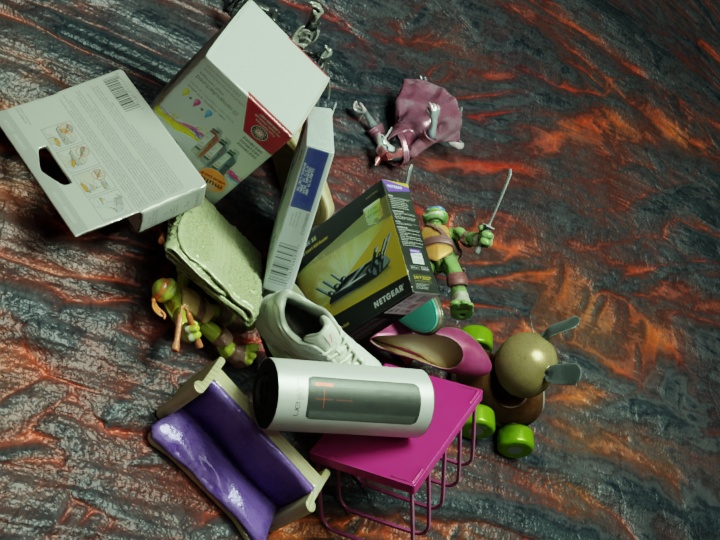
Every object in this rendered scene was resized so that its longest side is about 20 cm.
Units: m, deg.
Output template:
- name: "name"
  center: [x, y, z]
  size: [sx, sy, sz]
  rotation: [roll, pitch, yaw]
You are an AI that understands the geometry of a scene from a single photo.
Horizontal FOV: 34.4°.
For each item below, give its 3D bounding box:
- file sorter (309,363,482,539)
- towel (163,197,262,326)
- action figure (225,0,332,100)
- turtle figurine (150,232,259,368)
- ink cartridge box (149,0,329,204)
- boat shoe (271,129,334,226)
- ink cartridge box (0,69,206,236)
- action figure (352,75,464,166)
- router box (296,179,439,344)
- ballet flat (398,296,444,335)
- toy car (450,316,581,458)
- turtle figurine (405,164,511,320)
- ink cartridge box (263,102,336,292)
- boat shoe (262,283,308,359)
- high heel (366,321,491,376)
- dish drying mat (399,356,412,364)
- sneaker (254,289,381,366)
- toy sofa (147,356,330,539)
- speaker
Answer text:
- name: "file sorter"
  center: [0.048, 0.233, 1.430]
  size: [0.200, 0.138, 0.127]
  rotation: [-44, 140, -49]
- name: "towel"
  center: [-0.174, -0.022, 1.413]
  size: [0.148, 0.036, 0.200]
  rotation: [44, 14, -20]
- name: "action figure"
  center: [-0.101, -0.343, 1.717]
  size: [0.199, 0.102, 0.119]
  rotation: [36, 32, -22]
- name: "turtle figurine"
  center: [-0.192, 0.056, 1.374]
  size: [0.161, 0.064, 0.201]
  rotation: [37, 22, -36]
- name: "ink cartridge box"
  center: [-0.169, -0.204, 1.473]
  size: [0.145, 0.199, 0.145]
  rotation: [41, 43, -15]
- name: "boat shoe"
  center: [-0.083, -0.159, 1.630]
  size: [0.069, 0.074, 0.201]
  rotation: [-21, 80, -45]
- name: "ink cartridge box"
  center: [-0.306, -0.130, 1.362]
  size: [0.175, 0.045, 0.201]
  rotation: [-26, 67, -30]
- name: "action figure"
  center: [0.071, -0.216, 1.840]
  size: [0.200, 0.133, 0.150]
  rotation: [-52, 148, -37]
- name: "router box"
  center: [0.000, 0.000, 1.508]
  size: [0.052, 0.199, 0.159]
  rotation: [6, 59, -43]
- name: "ballet flat"
  center: [0.049, 0.020, 1.570]
  size: [0.200, 0.068, 0.068]
  rotation: [38, 15, 30]
- name: "toy car"
  center: [0.243, 0.145, 1.663]
  size: [0.157, 0.199, 0.166]
  rotation: [28, 47, -30]
- name: "turtle figurine"
  center: [0.112, -0.038, 1.671]
  size: [0.143, 0.200, 0.196]
  rotation: [15, 56, -24]
- name: "ink cartridge box"
  center: [-0.077, -0.101, 1.480]
  size: [0.040, 0.201, 0.200]
  rotation: [15, 24, -7]
- name: "boat shoe"
  center: [-0.067, 0.103, 1.479]
  size: [0.203, 0.073, 0.063]
  rotation: [64, 17, 15]
- name: "high heel"
  center: [0.093, 0.108, 1.581]
  size: [0.199, 0.068, 0.096]
  rotation: [31, 22, -12]
- name: "dish drying mat"
  center: [0.019, 0.038, 1.649]
  size: [0.201, 0.018, 0.077]
  rotation: [51, 40, -6]
- name: "sneaker"
  center: [-0.040, 0.097, 1.382]
  size: [0.199, 0.099, 0.078]
  rotation: [37, 71, -3]
- name: "toy sofa"
  center: [-0.137, 0.208, 1.318]
  size: [0.200, 0.083, 0.098]
  rotation: [48, 38, -10]
- name: "speaker"
  center: [-0.020, 0.145, 1.319]
  size: [0.198, 0.081, 0.082]
  rotation: [7, 58, -26]
